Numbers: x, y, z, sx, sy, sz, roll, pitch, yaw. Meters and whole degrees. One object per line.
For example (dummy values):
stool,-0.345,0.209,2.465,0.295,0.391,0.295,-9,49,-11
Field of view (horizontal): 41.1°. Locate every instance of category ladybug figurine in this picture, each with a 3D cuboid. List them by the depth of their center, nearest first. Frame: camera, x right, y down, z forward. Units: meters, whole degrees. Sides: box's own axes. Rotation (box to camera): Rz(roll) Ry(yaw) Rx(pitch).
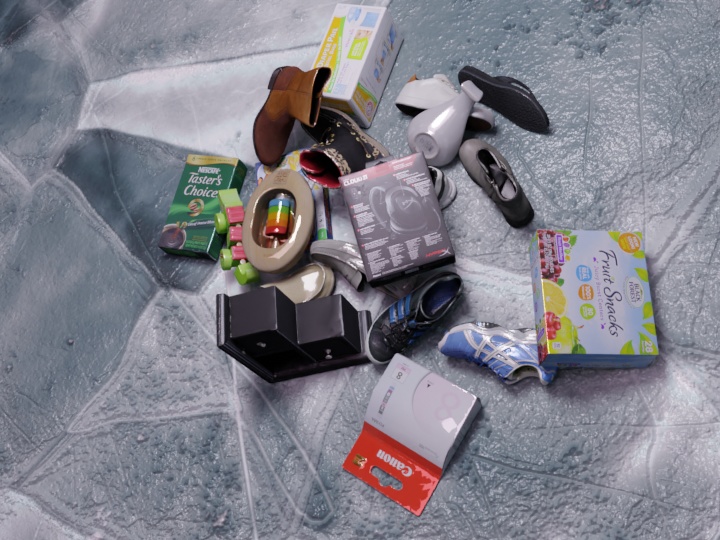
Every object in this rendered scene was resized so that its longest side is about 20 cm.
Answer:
ladybug figurine,-0.138,-0.083,1.691,0.134,0.072,0.202,2,69,22

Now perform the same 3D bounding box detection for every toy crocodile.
toy crocodile,-0.224,-0.063,1.749,0.067,0.062,0.202,-4,64,-19

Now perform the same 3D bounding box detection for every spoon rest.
spoon rest,0.149,-0.253,1.643,0.099,0.200,0.061,44,49,1

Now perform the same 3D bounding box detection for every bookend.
bookend,-0.103,0.095,1.564,0.198,0.199,0.093,-13,63,15

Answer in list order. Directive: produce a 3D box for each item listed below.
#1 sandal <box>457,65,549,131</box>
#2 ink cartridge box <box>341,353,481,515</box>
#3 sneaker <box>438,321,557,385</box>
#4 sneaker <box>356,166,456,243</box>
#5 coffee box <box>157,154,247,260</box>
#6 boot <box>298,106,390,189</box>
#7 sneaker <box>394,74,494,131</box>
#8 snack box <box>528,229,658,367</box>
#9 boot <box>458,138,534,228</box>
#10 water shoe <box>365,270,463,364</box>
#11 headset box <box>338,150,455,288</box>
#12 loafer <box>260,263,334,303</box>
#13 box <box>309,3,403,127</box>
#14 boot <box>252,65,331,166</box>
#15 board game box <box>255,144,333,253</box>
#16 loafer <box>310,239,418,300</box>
sandal,0.256,-0.311,1.673,0.048,0.076,0.200,-40,57,-19
ink cartridge box,0.075,0.253,1.508,0.162,0.057,0.201,26,75,30
sneaker,0.212,0.129,1.488,0.198,0.076,0.078,2,64,25
sneaker,0.069,-0.108,1.654,0.200,0.080,0.074,-40,60,4
coffee box,-0.302,-0.123,1.835,0.122,0.044,0.202,8,71,25
boot,-0.057,-0.217,1.701,0.200,0.150,0.074,39,126,17
sneaker,0.158,-0.308,1.708,0.199,0.073,0.085,21,79,30
snack box,0.347,0.042,1.445,0.167,0.068,0.202,2,67,-3
boot,0.217,-0.171,1.588,0.067,0.131,0.201,-35,59,4
water shoe,0.084,0.072,1.554,0.072,0.079,0.200,45,88,-2
headset box,0.057,-0.091,1.568,0.147,0.077,0.202,-18,78,3
loafer,-0.135,0.050,1.674,0.199,0.068,0.076,-33,59,6
box,-0.014,-0.383,1.797,0.111,0.101,0.202,12,73,27
boot,-0.115,-0.268,1.701,0.200,0.068,0.190,26,96,60
board game box,-0.124,-0.123,1.766,0.134,0.034,0.202,-15,62,16
loafer,0.000,0.000,1.631,0.198,0.070,0.070,17,72,20
